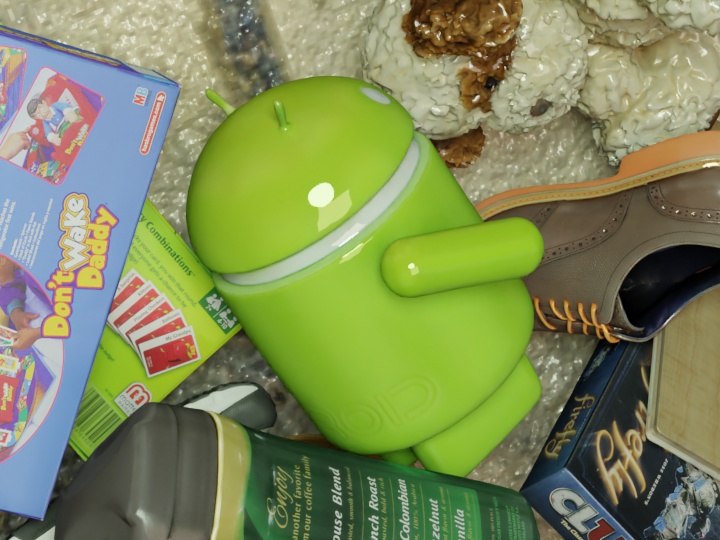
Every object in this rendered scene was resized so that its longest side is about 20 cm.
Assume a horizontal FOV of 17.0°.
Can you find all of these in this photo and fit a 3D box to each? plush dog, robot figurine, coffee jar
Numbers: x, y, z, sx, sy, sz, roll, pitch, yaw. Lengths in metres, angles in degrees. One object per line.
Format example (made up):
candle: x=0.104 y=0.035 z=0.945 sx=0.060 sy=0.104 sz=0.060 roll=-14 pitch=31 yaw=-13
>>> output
plush dog: x=0.077 y=-0.123 z=1.101 sx=0.171 sy=0.200 sz=0.161 roll=-28 pitch=71 yaw=-16
robot figurine: x=0.000 y=0.000 z=1.075 sx=0.116 sy=0.175 sz=0.200 roll=-43 pitch=114 yaw=-18
coffee jar: x=-0.029 y=0.121 z=1.042 sx=0.199 sy=0.104 sz=0.086 roll=16 pitch=57 yaw=-25

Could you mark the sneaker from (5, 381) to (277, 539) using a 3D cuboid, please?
sneaker: x=-0.110 y=0.128 z=1.099 sx=0.200 sy=0.074 sz=0.080 roll=-40 pitch=90 yaw=-16

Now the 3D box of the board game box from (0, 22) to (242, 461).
board game box: x=-0.152 y=-0.020 z=1.087 sx=0.102 sy=0.048 sz=0.200 roll=-42 pitch=114 yaw=-7

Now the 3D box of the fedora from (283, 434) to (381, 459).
fedora: x=-0.008 y=0.178 z=1.152 sx=0.200 sy=0.082 sz=0.202 roll=-1 pitch=92 yaw=-32

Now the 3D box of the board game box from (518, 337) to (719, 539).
board game box: x=0.166 y=0.082 z=1.163 sx=0.136 sy=0.035 sz=0.200 roll=45 pitch=45 yaw=-12

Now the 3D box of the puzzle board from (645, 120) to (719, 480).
puzzle board: x=0.202 y=0.030 z=1.189 sx=0.150 sy=0.017 sz=0.201 roll=31 pitch=50 yaw=-26

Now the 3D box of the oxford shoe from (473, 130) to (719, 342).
oxford shoe: x=0.100 y=0.002 z=1.133 sx=0.200 sy=0.073 sz=0.071 roll=-25 pitch=137 yaw=25

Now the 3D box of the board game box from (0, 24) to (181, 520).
board game box: x=-0.173 y=-0.006 z=1.031 sx=0.134 sy=0.045 sz=0.201 roll=16 pitch=98 yaw=-24
